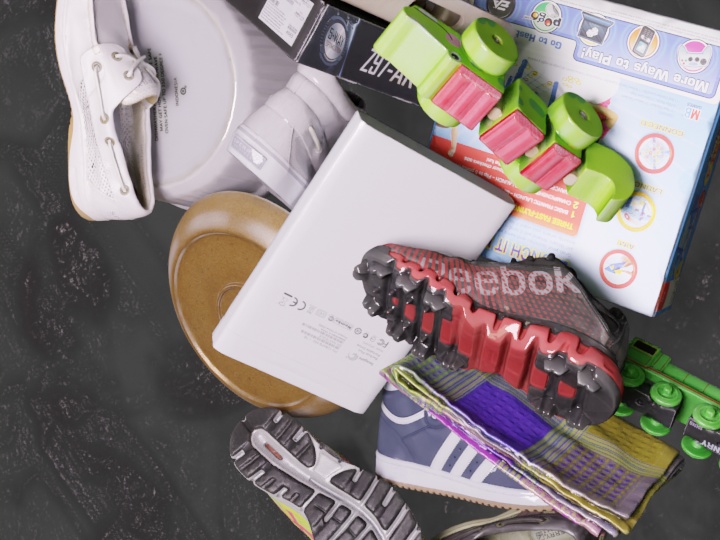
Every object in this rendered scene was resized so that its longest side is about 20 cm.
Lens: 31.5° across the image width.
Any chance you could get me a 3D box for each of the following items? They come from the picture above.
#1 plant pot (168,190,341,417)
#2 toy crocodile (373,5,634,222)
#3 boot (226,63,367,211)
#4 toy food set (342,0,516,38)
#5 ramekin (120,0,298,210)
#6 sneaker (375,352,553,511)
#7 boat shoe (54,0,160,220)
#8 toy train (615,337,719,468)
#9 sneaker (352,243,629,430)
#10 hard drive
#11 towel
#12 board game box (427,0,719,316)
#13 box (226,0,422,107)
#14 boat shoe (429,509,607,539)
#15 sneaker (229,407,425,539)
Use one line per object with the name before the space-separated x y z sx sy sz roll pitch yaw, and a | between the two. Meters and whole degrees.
plant pot | -0.082 0.035 1.007 0.199 0.027 0.202 21 128 29
toy crocodile | 0.096 -0.101 0.837 0.199 0.062 0.067 36 127 -18
boot | -0.025 -0.085 0.939 0.073 0.200 0.096 41 89 16
toy food set | 0.005 -0.226 0.888 0.200 0.143 0.061 48 114 41
ramekin | -0.141 -0.145 1.031 0.201 0.094 0.205 2 95 26
sneaker | 0.093 0.111 0.941 0.199 0.070 0.110 2 95 36
boat shoe | -0.181 -0.138 0.964 0.069 0.071 0.202 3 104 25
toy train | 0.202 0.080 0.899 0.199 0.056 0.042 29 133 24
sneaker | 0.095 0.026 0.869 0.199 0.098 0.071 25 142 14
hard drive | 0.000 0.000 0.909 0.131 0.027 0.201 26 113 -22
towel | 0.126 0.103 0.893 0.199 0.143 0.023 35 120 22
board game box | 0.153 -0.094 0.912 0.199 0.056 0.198 21 103 23
box | -0.035 -0.193 0.909 0.200 0.159 0.044 46 113 37
boat shoe | 0.092 0.225 0.961 0.200 0.066 0.072 -32 81 25
sneaker | -0.013 0.187 1.000 0.078 0.090 0.200 -44 65 -6
